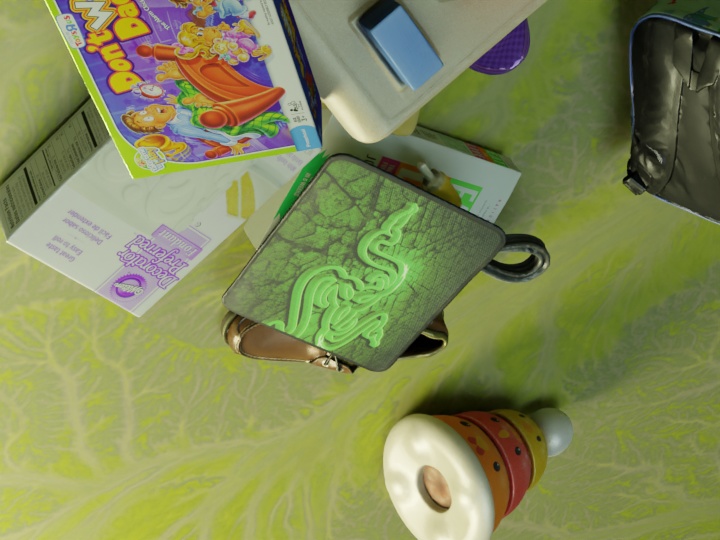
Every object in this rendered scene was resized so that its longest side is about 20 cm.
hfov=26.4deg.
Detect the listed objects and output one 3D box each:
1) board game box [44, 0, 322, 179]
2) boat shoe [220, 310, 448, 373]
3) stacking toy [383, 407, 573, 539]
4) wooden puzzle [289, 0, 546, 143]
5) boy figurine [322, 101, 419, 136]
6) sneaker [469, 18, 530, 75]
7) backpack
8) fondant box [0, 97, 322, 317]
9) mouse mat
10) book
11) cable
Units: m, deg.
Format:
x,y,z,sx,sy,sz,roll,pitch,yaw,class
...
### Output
x,y,z,sx,sy,sz,roll,pitch,yaw,class
-0.110,-0.148,0.959,0.133,0.045,0.201,-9,141,9,board game box
-0.017,0.049,1.311,0.199,0.068,0.072,-9,136,-21,boat shoe
0.134,0.181,1.512,0.199,0.146,0.147,-23,142,-37,stacking toy
0.030,-0.202,0.996,0.200,0.046,0.185,-38,118,4,wooden puzzle
-0.012,-0.159,1.102,0.124,0.065,0.199,-23,147,32,boy figurine
0.074,-0.198,1.103,0.080,0.089,0.200,-36,139,6,sneaker
0.307,-0.144,1.226,0.147,0.183,0.201,-41,139,-22,backpack
-0.148,-0.072,1.126,0.200,0.058,0.144,-41,137,14,fondant box
0.000,0.000,1.210,0.160,0.008,0.200,24,133,-19,mouse mat
0.020,-0.059,1.249,0.199,0.048,0.134,14,119,-36,book
0.077,-0.016,1.247,0.199,0.050,0.097,31,109,-38,cable
